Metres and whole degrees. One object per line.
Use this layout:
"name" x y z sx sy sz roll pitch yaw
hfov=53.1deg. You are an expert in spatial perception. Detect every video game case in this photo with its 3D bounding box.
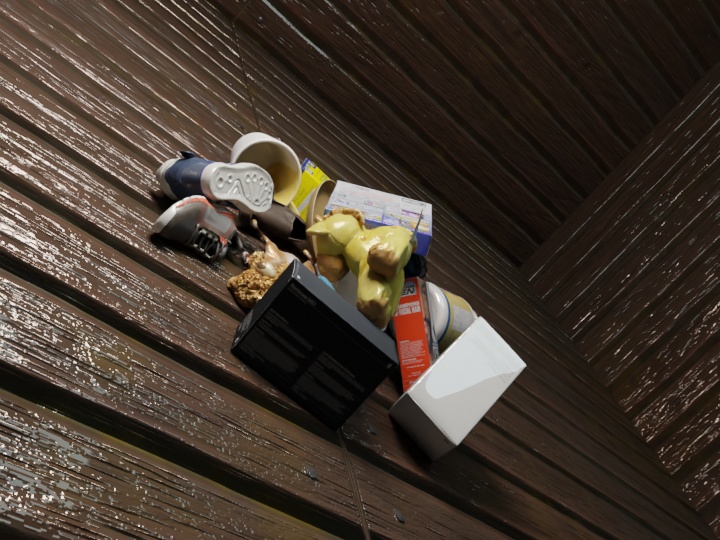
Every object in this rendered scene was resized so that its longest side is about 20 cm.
"video game case" 0.035 -0.100 1.339 0.194 0.047 0.182 14 22 0

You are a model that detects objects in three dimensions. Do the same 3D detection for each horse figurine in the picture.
"horse figurine" -0.135 -0.013 1.311 0.198 0.050 0.134 34 19 -35

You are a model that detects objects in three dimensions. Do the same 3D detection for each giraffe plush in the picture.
"giraffe plush" -0.005 -0.027 1.134 0.158 0.205 0.173 18 -15 12

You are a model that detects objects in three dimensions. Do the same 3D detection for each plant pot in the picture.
"plant pot" -0.072 -0.085 1.497 0.199 0.027 0.207 -1 90 -71

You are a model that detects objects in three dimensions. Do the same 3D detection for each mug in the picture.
"mug" -0.207 -0.196 1.493 0.145 0.192 0.154 -8 25 -15

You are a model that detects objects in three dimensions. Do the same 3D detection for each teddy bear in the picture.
"teddy bear" -0.122 0.020 1.176 0.197 0.067 0.146 17 29 -40

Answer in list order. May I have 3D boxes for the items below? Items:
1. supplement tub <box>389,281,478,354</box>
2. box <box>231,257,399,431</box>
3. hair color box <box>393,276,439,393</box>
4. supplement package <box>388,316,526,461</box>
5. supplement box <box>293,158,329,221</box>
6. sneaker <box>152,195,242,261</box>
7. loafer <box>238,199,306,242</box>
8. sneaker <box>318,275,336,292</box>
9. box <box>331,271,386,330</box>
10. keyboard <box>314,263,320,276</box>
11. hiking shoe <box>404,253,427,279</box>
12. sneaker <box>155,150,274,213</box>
"supplement tub" 0.166 0.115 1.572 0.198 0.145 0.146 23 25 -52
"box" -0.063 0.106 1.025 0.199 0.141 0.079 40 16 -15
"hair color box" 0.106 0.123 1.349 0.111 0.062 0.206 22 58 -72
"supplement package" 0.162 0.199 1.212 0.117 0.199 0.117 45 -29 8
"supplement box" -0.089 -0.140 1.637 0.199 0.110 0.109 42 16 -10
"sneaker" -0.240 -0.058 1.123 0.083 0.077 0.199 54 18 13
"loafer" -0.159 -0.101 1.393 0.070 0.075 0.199 22 4 29
"sneaker" -0.042 0.107 1.112 0.203 0.079 0.077 59 8 -21
"box" 0.000 0.000 1.321 0.106 0.131 0.201 10 24 -11
"keyboard" -0.049 -0.007 1.492 0.200 0.010 0.058 -35 111 -66
"hiking shoe" 0.076 0.006 1.424 0.076 0.085 0.201 61 -18 23
"sneaker" -0.251 -0.147 1.215 0.143 0.083 0.199 9 3 26
